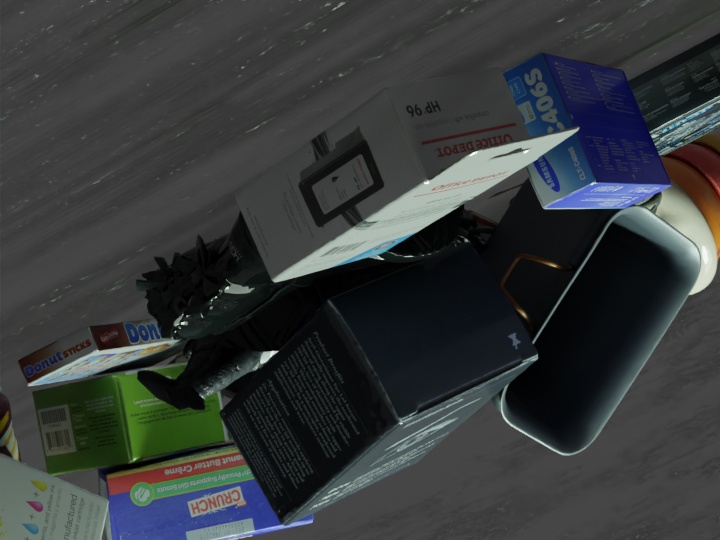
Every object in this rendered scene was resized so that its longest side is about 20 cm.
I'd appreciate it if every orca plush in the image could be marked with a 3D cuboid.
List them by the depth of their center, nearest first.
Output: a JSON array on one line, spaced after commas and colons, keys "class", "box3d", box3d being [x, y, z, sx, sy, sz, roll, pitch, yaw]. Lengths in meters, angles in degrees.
[{"class": "orca plush", "box3d": [-0.112, 0.041, 1.728, 0.105, 0.072, 0.200, 3, -158, 37]}]

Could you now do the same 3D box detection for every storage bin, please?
[{"class": "storage bin", "box3d": [0.150, 0.021, 1.751, 0.145, 0.134, 0.201, 30, 92, -41]}]

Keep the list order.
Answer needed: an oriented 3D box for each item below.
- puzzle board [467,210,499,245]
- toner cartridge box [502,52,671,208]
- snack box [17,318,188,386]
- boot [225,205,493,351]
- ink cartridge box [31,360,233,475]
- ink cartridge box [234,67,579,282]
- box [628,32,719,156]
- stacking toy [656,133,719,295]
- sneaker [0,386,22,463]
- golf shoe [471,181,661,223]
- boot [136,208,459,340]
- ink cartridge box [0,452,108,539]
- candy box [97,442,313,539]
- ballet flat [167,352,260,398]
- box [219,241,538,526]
[{"class": "puzzle board", "box3d": [0.102, 0.030, 1.860, 0.151, 0.017, 0.199, -44, 143, 19]}, {"class": "toner cartridge box", "box3d": [0.155, -0.093, 1.494, 0.043, 0.096, 0.200, -26, 171, 21]}, {"class": "snack box", "box3d": [-0.193, 0.062, 1.745, 0.071, 0.024, 0.200, -25, 172, 22]}, {"class": "boot", "box3d": [-0.001, -0.001, 1.702, 0.197, 0.074, 0.162, -28, 174, 17]}, {"class": "ink cartridge box", "box3d": [-0.157, 0.116, 1.851, 0.199, 0.076, 0.147, -11, 178, -38]}, {"class": "ink cartridge box", "box3d": [0.029, -0.069, 1.374, 0.116, 0.068, 0.199, -16, 169, -47]}, {"class": "box", "box3d": [0.244, -0.128, 1.702, 0.199, 0.046, 0.159, -28, 171, 25]}, {"class": "stacking toy", "box3d": [0.329, -0.085, 2.072, 0.200, 0.146, 0.146, -40, -179, -28]}, {"class": "sneaker", "box3d": [-0.304, 0.149, 1.746, 0.074, 0.091, 0.200, -23, 172, -6]}, {"class": "golf shoe", "box3d": [0.165, -0.063, 1.865, 0.199, 0.078, 0.095, -25, 155, -7]}, {"class": "boot", "box3d": [-0.047, -0.008, 1.538, 0.197, 0.074, 0.162, -8, 162, -39]}, {"class": "ink cartridge box", "box3d": [-0.324, 0.224, 1.665, 0.199, 0.148, 0.144, 27, 142, -26]}, {"class": "candy box", "box3d": [-0.135, 0.190, 1.835, 0.167, 0.078, 0.200, -9, 179, -10]}, {"class": "ballet flat", "box3d": [-0.137, 0.088, 1.931, 0.073, 0.074, 0.200, -21, 175, -21]}, {"class": "box", "box3d": [0.011, 0.085, 1.604, 0.147, 0.105, 0.200, -21, 164, -39]}]
